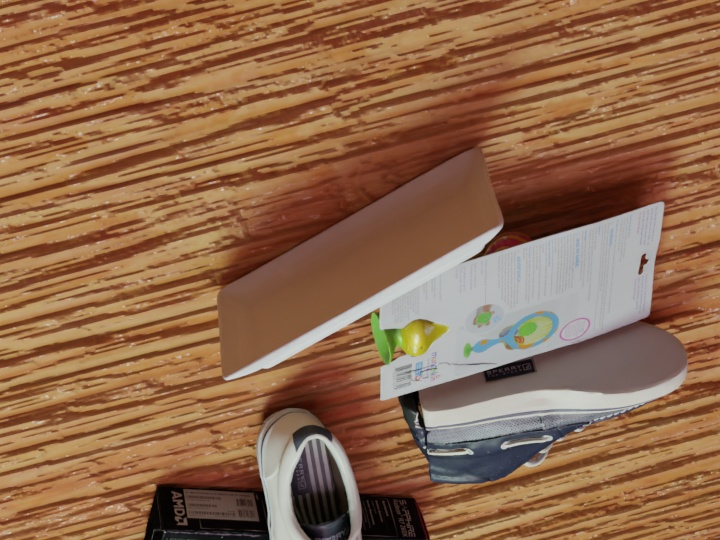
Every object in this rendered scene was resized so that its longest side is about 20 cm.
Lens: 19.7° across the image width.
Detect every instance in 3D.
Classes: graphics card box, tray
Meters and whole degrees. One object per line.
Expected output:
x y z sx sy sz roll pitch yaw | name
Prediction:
-0.061 0.221 1.512 0.199 0.051 0.126 3 128 -17 | graphics card box
0.000 0.000 1.305 0.200 0.107 0.022 -29 118 11 | tray

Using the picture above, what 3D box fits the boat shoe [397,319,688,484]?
0.128 0.094 1.447 0.199 0.075 0.093 -6 137 2 | boat shoe

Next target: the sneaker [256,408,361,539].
-0.028 0.195 1.428 0.073 0.071 0.201 -19 102 -13 | sneaker

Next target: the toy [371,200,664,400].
0.098 0.010 1.371 0.200 0.047 0.115 -20 142 -16 | toy
